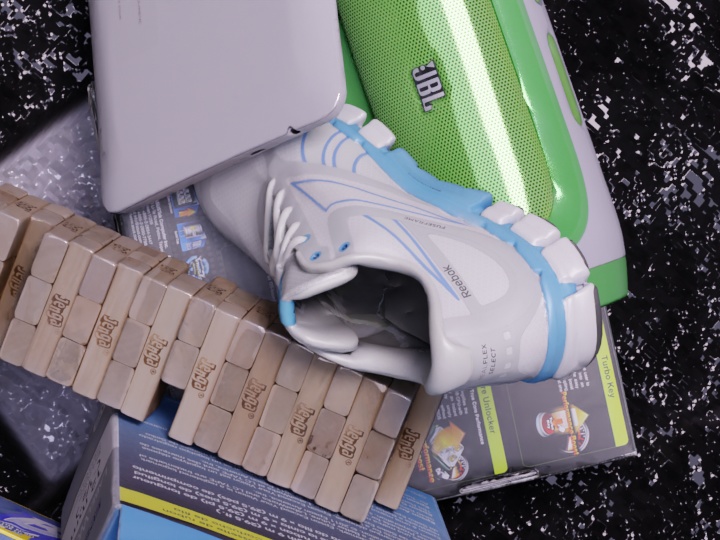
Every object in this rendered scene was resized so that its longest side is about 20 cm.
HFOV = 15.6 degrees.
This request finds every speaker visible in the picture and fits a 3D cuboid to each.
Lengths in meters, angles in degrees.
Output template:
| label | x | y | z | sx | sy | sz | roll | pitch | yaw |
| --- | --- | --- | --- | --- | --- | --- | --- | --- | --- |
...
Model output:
| label | x | y | z | sx | sy | sz | roll | pitch | yaw |
| --- | --- | --- | --- | --- | --- | --- | --- | --- | --- |
| speaker | 0.038 | -0.073 | 1.025 | 0.088 | 0.088 | 0.201 | -19 | 89 | -5 |

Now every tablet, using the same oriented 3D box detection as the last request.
| label | x | y | z | sx | sy | sz | roll | pitch | yaw |
| --- | --- | --- | --- | --- | --- | --- | --- | --- | --- |
| tablet | -0.064 | -0.133 | 1.029 | 0.130 | 0.014 | 0.201 | -22 | 67 | 37 |

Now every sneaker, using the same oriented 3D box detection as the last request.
| label | x | y | z | sx | sy | sz | roll | pitch | yaw |
| --- | --- | --- | --- | --- | --- | --- | --- | --- | --- |
| sneaker | -0.008 | -0.007 | 0.971 | 0.086 | 0.200 | 0.075 | -20 | 120 | -37 |

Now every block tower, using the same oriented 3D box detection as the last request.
| label | x | y | z | sx | sy | sz | roll | pitch | yaw |
| --- | --- | --- | --- | --- | --- | --- | --- | --- | --- |
| block tower | -0.068 | 0.029 | 0.990 | 0.199 | 0.058 | 0.054 | 23 | 101 | 3 |

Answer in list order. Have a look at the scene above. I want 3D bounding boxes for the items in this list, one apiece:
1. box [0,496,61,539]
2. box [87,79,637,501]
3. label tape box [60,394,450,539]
| label | x | y | z | sx | sy | sz | roll | pitch | yaw |
| --- | --- | --- | --- | --- | --- | --- | --- | --- | --- |
| box | -0.085 | 0.154 | 1.032 | 0.199 | 0.070 | 0.065 | 24 | 92 | -3 |
| box | 0.000 | 0.000 | 1.083 | 0.192 | 0.048 | 0.201 | -13 | 89 | -7 |
| label tape box | -0.035 | 0.117 | 0.955 | 0.143 | 0.200 | 0.066 | 21 | 103 | -11 |
